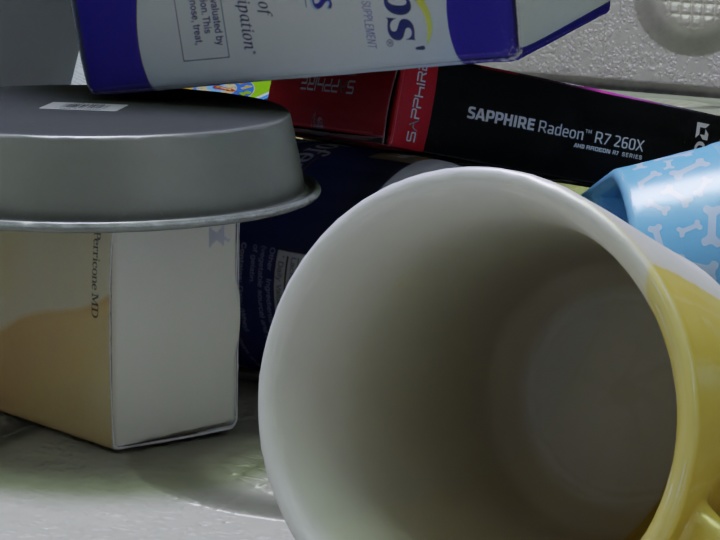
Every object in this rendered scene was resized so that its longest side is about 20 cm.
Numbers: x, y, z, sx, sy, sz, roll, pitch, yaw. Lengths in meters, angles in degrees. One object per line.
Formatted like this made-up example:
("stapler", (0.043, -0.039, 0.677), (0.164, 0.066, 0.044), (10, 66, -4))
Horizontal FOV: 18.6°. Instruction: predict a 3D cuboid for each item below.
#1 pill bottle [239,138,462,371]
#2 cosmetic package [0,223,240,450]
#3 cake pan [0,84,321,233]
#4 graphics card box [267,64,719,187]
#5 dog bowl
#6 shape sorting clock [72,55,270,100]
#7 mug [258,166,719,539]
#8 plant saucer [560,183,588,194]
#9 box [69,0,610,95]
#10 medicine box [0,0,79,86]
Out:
("pill bottle", (0.000, 0.000, 1.041), (0.200, 0.116, 0.116), (11, 12, 38))
("cosmetic package", (-0.144, 0.008, 0.988), (0.071, 0.105, 0.200), (-9, 14, -43))
("cake pan", (-0.116, -0.051, 0.930), (0.200, 0.037, 0.200), (1, 11, 0))
("graphics card box", (0.068, -0.075, 1.115), (0.200, 0.051, 0.125), (9, 2, -30))
("dog bowl", (0.131, 0.005, 0.999), (0.050, 0.112, 0.200), (-3, -5, -3))
("shape sorting clock", (-0.112, -0.092, 1.225), (0.200, 0.039, 0.200), (-2, 30, 1))
("mug", (0.073, 0.061, 0.741), (0.149, 0.187, 0.153), (-28, -14, 23))
("plant saucer", (0.110, -0.012, 1.192), (0.200, 0.031, 0.200), (-15, 30, 9))
("box", (-0.005, -0.148, 0.993), (0.200, 0.105, 0.184), (-4, 12, 20))
("medicine box", (-0.261, -0.172, 1.156), (0.182, 0.103, 0.200), (-4, 44, -30))
